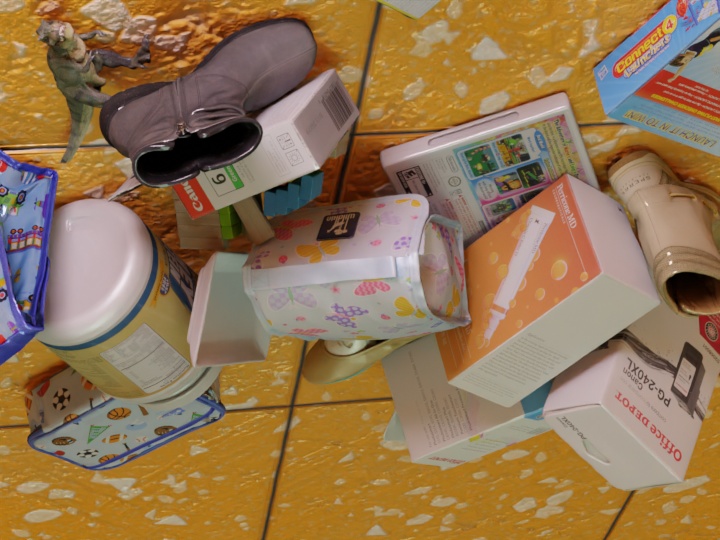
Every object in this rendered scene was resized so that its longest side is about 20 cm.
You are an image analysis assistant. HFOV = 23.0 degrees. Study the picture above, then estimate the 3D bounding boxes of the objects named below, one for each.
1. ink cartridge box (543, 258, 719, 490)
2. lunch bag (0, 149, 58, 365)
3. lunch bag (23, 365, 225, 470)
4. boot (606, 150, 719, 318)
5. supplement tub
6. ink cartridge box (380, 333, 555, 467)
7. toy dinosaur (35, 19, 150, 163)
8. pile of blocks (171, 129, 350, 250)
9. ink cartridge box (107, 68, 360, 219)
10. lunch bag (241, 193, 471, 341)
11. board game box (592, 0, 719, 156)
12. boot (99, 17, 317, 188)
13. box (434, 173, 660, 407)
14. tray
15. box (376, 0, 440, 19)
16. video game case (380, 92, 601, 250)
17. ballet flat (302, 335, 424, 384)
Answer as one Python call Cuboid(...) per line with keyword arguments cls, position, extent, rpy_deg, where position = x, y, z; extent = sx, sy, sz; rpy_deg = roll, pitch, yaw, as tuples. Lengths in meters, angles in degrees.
Cuboid(cls="ink cartridge box", position=(0.285, 0.102, 1.804), extent=(0.145, 0.200, 0.083), rpy_deg=(42, 145, -27))
Cuboid(cls="lunch bag", position=(-0.338, 0.014, 1.536), extent=(0.150, 0.201, 0.094), rpy_deg=(-32, 142, 31))
Cuboid(cls="lunch bag", position=(-0.245, 0.145, 1.888), extent=(0.200, 0.076, 0.160), rpy_deg=(-24, 148, 22))
Cuboid(cls="boot", position=(0.327, -0.017, 1.727), extent=(0.073, 0.156, 0.200), rpy_deg=(-34, 142, 21))
Cuboid(cls="supplement tub", position=(-0.221, 0.037, 1.660), extent=(0.144, 0.145, 0.200), rpy_deg=(-20, 147, 14))
Cuboid(cls="ink cartridge box", position=(0.123, 0.125, 1.893), extent=(0.200, 0.126, 0.128), rpy_deg=(-23, 162, 19))
Cuboid(cls="toy dinosaur", position=(-0.216, -0.154, 1.463), extent=(0.088, 0.048, 0.200), rpy_deg=(-3, 150, -4))
Cuboid(cls="pile of blocks", position=(-0.079, -0.077, 1.590), extent=(0.200, 0.082, 0.062), rpy_deg=(-25, -175, 30))
Cuboid(cls="ink cartridge box", position=(-0.107, -0.096, 1.496), extent=(0.200, 0.109, 0.050), rpy_deg=(-21, 110, 29))
Cuboid(cls="lunch bag", position=(0.000, 0.000, 1.629), extent=(0.169, 0.128, 0.200), rpy_deg=(-7, 176, 17))
Cuboid(cls="board game box", position=(0.345, -0.188, 1.564), extent=(0.200, 0.056, 0.196), rpy_deg=(15, 140, -35))
Cuboid(cls="boot", position=(-0.102, -0.127, 1.408), extent=(0.200, 0.132, 0.070), rpy_deg=(-31, 120, -12))
Cuboid(cls="box", position=(0.171, 0.022, 1.719), extent=(0.200, 0.125, 0.097), rpy_deg=(-38, 138, 28))
Cuboid(cls="tray", position=(-0.120, 0.035, 1.671), extent=(0.022, 0.108, 0.200), rpy_deg=(11, -178, 16))
Cuboid(cls="box", position=(0.007, -0.270, 1.344), extent=(0.200, 0.049, 0.117), rpy_deg=(18, 138, -41))
Cuboid(cls="video game case", position=(0.132, -0.081, 1.697), extent=(0.181, 0.024, 0.200), rpy_deg=(-17, 146, 10))
Cuboid(cls="ballet flat", position=(0.020, 0.053, 1.842), extent=(0.200, 0.069, 0.063), rpy_deg=(-26, 137, 6))
